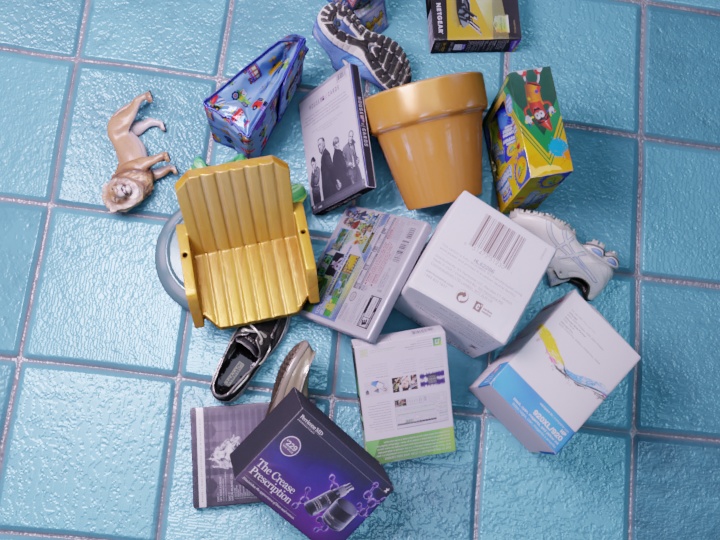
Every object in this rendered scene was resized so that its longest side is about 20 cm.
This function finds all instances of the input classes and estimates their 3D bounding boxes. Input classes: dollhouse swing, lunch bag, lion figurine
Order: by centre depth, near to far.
[{"bbox_3d":[-0.170,-0.038,1.199,0.196,0.176,0.184,-10,68,-8],"label":"dollhouse swing"},{"bbox_3d":[-0.152,-0.288,1.305,0.094,0.151,0.201,36,78,3],"label":"lunch bag"},{"bbox_3d":[-0.372,-0.194,1.318,0.121,0.073,0.203,-18,67,0],"label":"lion figurine"}]

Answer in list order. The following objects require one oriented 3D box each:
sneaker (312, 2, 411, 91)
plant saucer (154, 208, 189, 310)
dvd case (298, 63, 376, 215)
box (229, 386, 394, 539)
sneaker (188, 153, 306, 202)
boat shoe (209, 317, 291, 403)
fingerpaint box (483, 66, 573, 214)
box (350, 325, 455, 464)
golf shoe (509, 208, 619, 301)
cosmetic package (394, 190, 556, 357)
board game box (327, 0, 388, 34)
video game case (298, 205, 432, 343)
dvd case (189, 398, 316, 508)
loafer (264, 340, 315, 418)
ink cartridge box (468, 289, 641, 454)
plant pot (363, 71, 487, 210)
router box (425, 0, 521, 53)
[{"bbox_3d":[0.002,-0.364,1.374,0.199,0.089,0.079,38,70,-16],"label":"sneaker"},{"bbox_3d":[-0.232,-0.029,1.301,0.196,0.027,0.204,1,74,-5],"label":"plant saucer"},{"bbox_3d":[-0.041,-0.207,1.305,0.024,0.149,0.204,1,76,-38],"label":"dvd case"},{"bbox_3d":[-0.070,0.292,1.180,0.141,0.079,0.200,-47,111,-1],"label":"box"},{"bbox_3d":[-0.176,-0.139,1.288,0.197,0.074,0.085,5,107,-21],"label":"sneaker"},{"bbox_3d":[-0.167,0.115,1.265,0.070,0.064,0.202,28,75,3],"label":"boat shoe"},{"bbox_3d":[0.259,-0.200,1.295,0.072,0.200,0.170,-9,80,-5],"label":"fingerpaint box"},{"bbox_3d":[0.067,0.192,1.241,0.142,0.036,0.204,-8,106,-6],"label":"box"},{"bbox_3d":[0.322,-0.026,1.332,0.198,0.078,0.098,30,84,3],"label":"golf shoe"},{"bbox_3d":[0.167,0.013,1.244,0.166,0.200,0.168,31,78,2],"label":"cosmetic package"},{"bbox_3d":[-0.019,-0.490,1.357,0.061,0.200,0.201,-39,98,-10],"label":"board game box"},{"bbox_3d":[0.000,0.000,1.266,0.181,0.022,0.202,16,74,44],"label":"video game case"},{"bbox_3d":[-0.162,0.282,1.257,0.196,0.016,0.151,-3,79,-7],"label":"dvd case"},{"bbox_3d":[-0.104,0.206,1.236,0.067,0.076,0.203,20,90,-11],"label":"loafer"},{"bbox_3d":[0.296,0.159,1.253,0.145,0.147,0.200,45,79,5],"label":"ink cartridge box"},{"bbox_3d":[0.116,-0.200,1.299,0.197,0.200,0.187,-13,95,-7],"label":"plant pot"},{"bbox_3d":[0.193,-0.485,1.422,0.154,0.052,0.204,-3,79,-5],"label":"router box"}]
